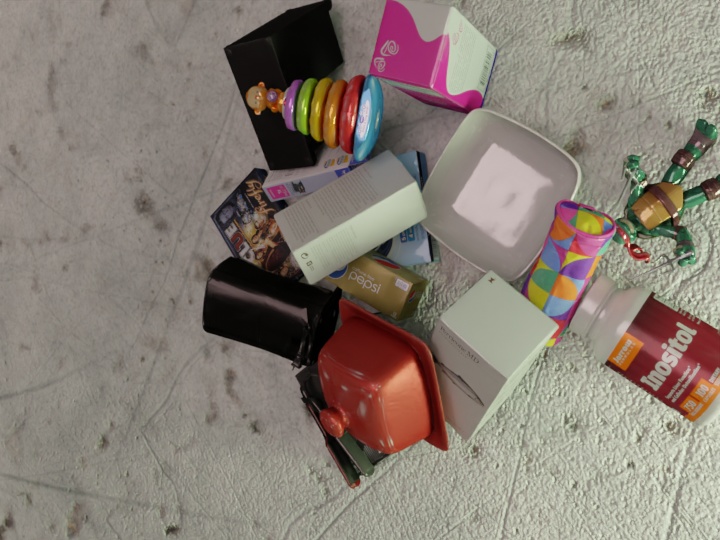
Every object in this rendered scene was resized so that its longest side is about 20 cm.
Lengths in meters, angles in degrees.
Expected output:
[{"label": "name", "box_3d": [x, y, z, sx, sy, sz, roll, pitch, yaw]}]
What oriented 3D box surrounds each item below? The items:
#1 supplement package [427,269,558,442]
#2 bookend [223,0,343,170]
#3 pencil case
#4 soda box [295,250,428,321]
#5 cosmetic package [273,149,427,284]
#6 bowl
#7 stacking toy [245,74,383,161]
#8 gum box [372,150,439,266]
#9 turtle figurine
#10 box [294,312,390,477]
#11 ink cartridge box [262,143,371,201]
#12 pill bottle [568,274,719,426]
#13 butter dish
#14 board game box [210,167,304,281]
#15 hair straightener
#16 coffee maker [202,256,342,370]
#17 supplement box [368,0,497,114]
[{"label": "supplement package", "box_3d": [0.161, 0.121, 0.880, 0.117, 0.117, 0.202, 41, 149, 21]}, {"label": "bookend", "box_3d": [-0.098, -0.302, 1.042, 0.090, 0.201, 0.202, 0, 125, 30]}, {"label": "pencil case", "box_3d": [0.261, 0.006, 0.848, 0.088, 0.088, 0.203, 34, 135, 22]}, {"label": "soda box", "box_3d": [0.000, 0.000, 0.993, 0.198, 0.067, 0.065, 30, 106, 23]}, {"label": "cosmetic package", "box_3d": [-0.015, -0.079, 0.929, 0.198, 0.072, 0.102, -30, 43, -3]}, {"label": "bowl", "box_3d": [0.202, -0.107, 0.929, 0.199, 0.074, 0.202, 37, 108, 23]}, {"label": "stacking toy", "box_3d": [-0.070, -0.232, 0.914, 0.196, 0.110, 0.119, 13, 103, 6]}, {"label": "gum box", "box_3d": [0.020, -0.085, 1.041, 0.196, 0.044, 0.174, -9, 88, 27]}, {"label": "turtle figurine", "box_3d": [0.384, -0.088, 0.820, 0.199, 0.101, 0.150, -40, 89, 7]}, {"label": "box", "box_3d": [0.011, 0.204, 1.055, 0.192, 0.047, 0.202, -38, 74, 22]}, {"label": "ink cartridge box", "box_3d": [-0.056, -0.179, 1.044, 0.197, 0.042, 0.121, -11, 43, 29]}, {"label": "pill bottle", "box_3d": [0.374, 0.094, 0.823, 0.198, 0.112, 0.114, 34, 106, 23]}, {"label": "butter dish", "box_3d": [0.007, 0.173, 0.895, 0.198, 0.147, 0.203, 25, 138, 46]}, {"label": "board game box", "box_3d": [-0.172, -0.059, 1.148, 0.135, 0.034, 0.202, -41, 74, 23]}, {"label": "hair straightener", "box_3d": [-0.034, 0.243, 1.041, 0.077, 0.041, 0.202, -40, 69, 25]}, {"label": "coffee maker", "box_3d": [-0.146, 0.061, 1.021, 0.196, 0.192, 0.138, 16, 90, 10]}, {"label": "supplement box", "box_3d": [0.107, -0.293, 0.901, 0.102, 0.199, 0.103, 20, 100, 25]}]
